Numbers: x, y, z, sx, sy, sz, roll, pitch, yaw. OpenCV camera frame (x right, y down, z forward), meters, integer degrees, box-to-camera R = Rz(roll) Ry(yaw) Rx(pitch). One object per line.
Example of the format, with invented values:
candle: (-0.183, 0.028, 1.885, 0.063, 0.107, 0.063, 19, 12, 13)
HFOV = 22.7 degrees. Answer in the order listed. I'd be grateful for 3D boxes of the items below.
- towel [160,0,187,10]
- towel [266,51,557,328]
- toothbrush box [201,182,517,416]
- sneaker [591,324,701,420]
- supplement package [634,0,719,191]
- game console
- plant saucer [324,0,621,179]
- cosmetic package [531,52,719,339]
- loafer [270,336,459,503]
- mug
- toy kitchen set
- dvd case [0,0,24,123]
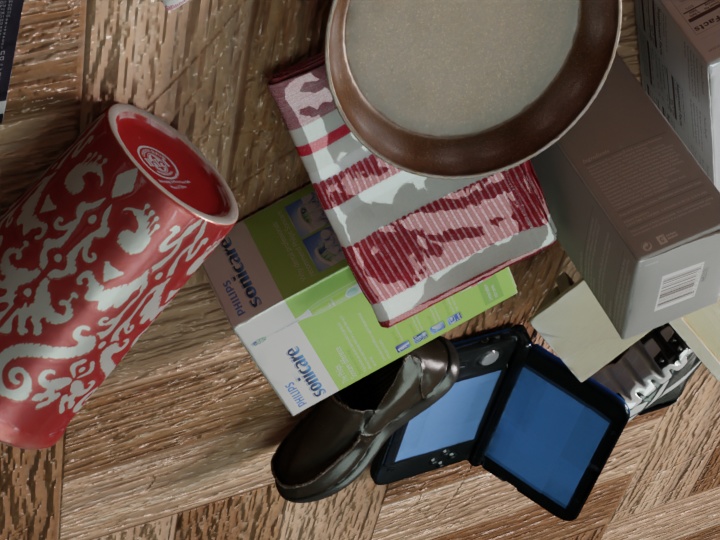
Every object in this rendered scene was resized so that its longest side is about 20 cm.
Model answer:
towel: (-0.082, -0.230, 0.986, 0.146, 0.030, 0.200, -30, 149, 3)
towel: (0.040, -0.072, 1.215, 0.144, 0.023, 0.200, -26, 114, -3)
toothbrush box: (0.000, 0.000, 1.326, 0.200, 0.086, 0.146, -30, 146, -1)
sneaker: (0.260, 0.115, 1.719, 0.200, 0.067, 0.090, -42, 144, 17)
supplement package: (0.296, -0.161, 1.308, 0.156, 0.111, 0.200, -27, 149, -3)
game console: (0.121, 0.155, 1.617, 0.170, 0.118, 0.200, -14, 145, -23)
plant saucer: (0.069, -0.155, 1.149, 0.200, 0.034, 0.201, -9, 120, -15)
cosmetic package: (0.175, -0.065, 1.268, 0.090, 0.200, 0.107, -20, 150, -11)
loafer: (-0.010, 0.116, 1.514, 0.200, 0.073, 0.071, -44, 136, 14)
mug: (-0.183, -0.010, 1.167, 0.133, 0.178, 0.200, 38, 109, -18)
toy kitchen set: (0.220, -0.006, 1.510, 0.163, 0.180, 0.200, -39, 108, 10)
dvd case: (-0.256, -0.145, 0.982, 0.149, 0.016, 0.200, -11, 144, -28)
